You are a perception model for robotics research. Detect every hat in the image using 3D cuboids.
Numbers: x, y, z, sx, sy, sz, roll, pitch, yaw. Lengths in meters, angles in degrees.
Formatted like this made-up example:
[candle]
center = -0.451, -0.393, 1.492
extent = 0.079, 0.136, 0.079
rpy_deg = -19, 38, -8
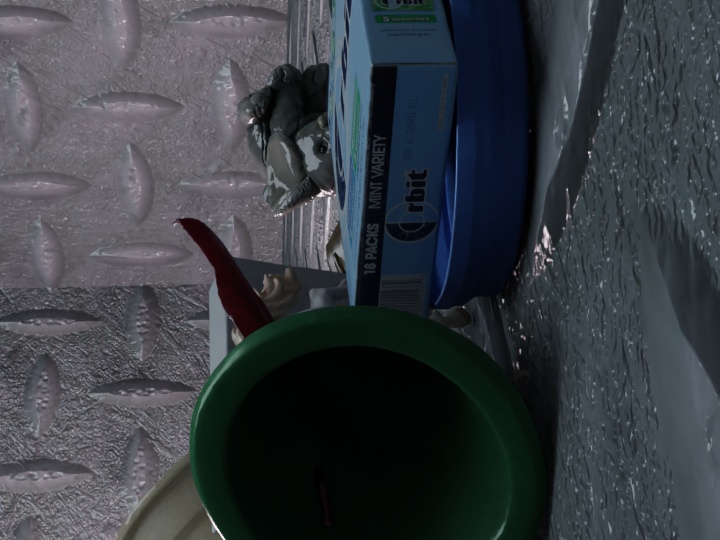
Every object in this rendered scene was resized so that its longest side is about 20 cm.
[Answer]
[hat]
center = 0.003, 0.053, 0.702
extent = 0.200, 0.166, 0.176
rpy_deg = 60, -165, -18

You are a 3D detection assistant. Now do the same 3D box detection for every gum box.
[gum box]
center = 0.012, -0.099, 0.732
extent = 0.200, 0.045, 0.170
rpy_deg = -98, 9, -47

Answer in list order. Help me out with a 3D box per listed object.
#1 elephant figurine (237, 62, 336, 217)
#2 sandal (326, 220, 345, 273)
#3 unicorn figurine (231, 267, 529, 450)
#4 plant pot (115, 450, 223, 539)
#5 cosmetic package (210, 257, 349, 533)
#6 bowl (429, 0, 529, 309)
[elephant figurine]
center = -0.039, -0.109, 1.301
extent = 0.155, 0.141, 0.200
rpy_deg = 57, 179, -39
[sandal]
center = 0.000, 0.001, 1.122
extent = 0.080, 0.057, 0.201
rpy_deg = -102, 12, -61
[unicorn figurine]
center = 0.017, 0.054, 0.766
extent = 0.137, 0.200, 0.074
rpy_deg = -43, -47, -60
[plant pot]
center = -0.052, 0.228, 1.009
extent = 0.183, 0.200, 0.201
rpy_deg = 46, 155, 22
[cosmetic package]
center = -0.029, 0.093, 0.958
extent = 0.052, 0.151, 0.200
rpy_deg = 119, 153, -50
[bowl]
center = 0.054, -0.079, 0.730
extent = 0.201, 0.039, 0.201
rpy_deg = 179, 90, -85
